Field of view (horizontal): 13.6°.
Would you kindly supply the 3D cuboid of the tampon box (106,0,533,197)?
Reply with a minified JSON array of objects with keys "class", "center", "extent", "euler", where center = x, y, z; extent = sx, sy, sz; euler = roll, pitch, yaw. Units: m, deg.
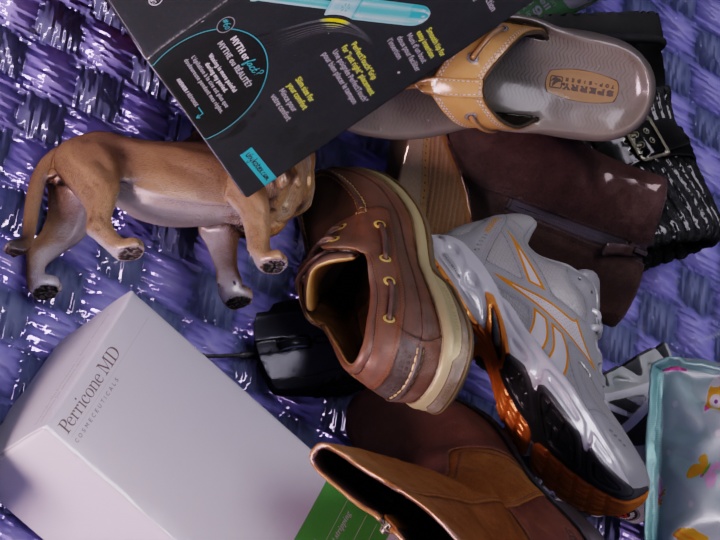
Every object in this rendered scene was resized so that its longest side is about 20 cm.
[{"class":"tampon box","center":[-0.031,-0.169,1.585],"extent":[0.126,0.200,0.150],"euler":[55,-1,35]}]

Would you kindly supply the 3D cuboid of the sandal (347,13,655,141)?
[{"class":"sandal","center":[0.076,-0.103,1.678],"extent":[0.199,0.055,0.082],"euler":[7,103,-18]}]

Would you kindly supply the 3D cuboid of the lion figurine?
[{"class":"lion figurine","center":[-0.108,-0.044,1.640],"extent":[0.199,0.073,0.123],"euler":[8,52,-30]}]

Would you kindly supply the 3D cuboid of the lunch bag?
[{"class":"lunch bag","center":[0.231,0.155,1.731],"extent":[0.170,0.121,0.201],"euler":[9,84,-64]}]

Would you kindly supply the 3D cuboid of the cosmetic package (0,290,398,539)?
[{"class":"cosmetic package","center":[-0.089,0.122,1.561],"extent":[0.200,0.085,0.108],"euler":[42,50,-15]}]

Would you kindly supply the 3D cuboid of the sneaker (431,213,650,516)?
[{"class":"sneaker","center":[0.112,0.043,1.673],"extent":[0.092,0.076,0.200],"euler":[-26,66,-24]}]

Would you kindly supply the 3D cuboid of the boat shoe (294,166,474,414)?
[{"class":"boat shoe","center":[0.000,0.001,1.656],"extent":[0.067,0.072,0.200],"euler":[13,29,-27]}]

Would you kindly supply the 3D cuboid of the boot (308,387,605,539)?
[{"class":"boot","center":[0.024,0.115,1.582],"extent":[0.188,0.069,0.200],"euler":[46,16,26]}]

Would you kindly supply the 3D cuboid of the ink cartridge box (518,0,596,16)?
[{"class":"ink cartridge box","center":[0.184,-0.241,1.878],"extent":[0.146,0.200,0.084],"euler":[-31,90,-43]}]

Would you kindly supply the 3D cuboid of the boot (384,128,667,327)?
[{"class":"boot","center":[0.102,-0.074,1.762],"extent":[0.166,0.072,0.201],"euler":[11,101,-18]}]

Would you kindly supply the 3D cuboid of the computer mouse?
[{"class":"computer mouse","center":[-0.062,0.041,1.657],"extent":[0.199,0.034,0.059],"euler":[-1,69,-38]}]

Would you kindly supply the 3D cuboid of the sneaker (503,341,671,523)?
[{"class":"sneaker","center":[0.134,0.111,1.748],"extent":[0.200,0.074,0.089],"euler":[-22,81,-42]}]

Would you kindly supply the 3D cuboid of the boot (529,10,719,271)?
[{"class":"boot","center":[0.125,-0.073,1.831],"extent":[0.210,0.079,0.159],"euler":[-8,80,-32]}]
